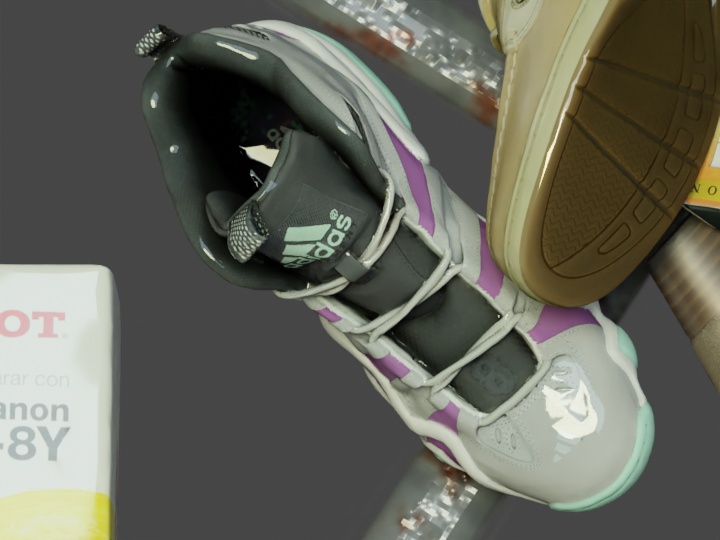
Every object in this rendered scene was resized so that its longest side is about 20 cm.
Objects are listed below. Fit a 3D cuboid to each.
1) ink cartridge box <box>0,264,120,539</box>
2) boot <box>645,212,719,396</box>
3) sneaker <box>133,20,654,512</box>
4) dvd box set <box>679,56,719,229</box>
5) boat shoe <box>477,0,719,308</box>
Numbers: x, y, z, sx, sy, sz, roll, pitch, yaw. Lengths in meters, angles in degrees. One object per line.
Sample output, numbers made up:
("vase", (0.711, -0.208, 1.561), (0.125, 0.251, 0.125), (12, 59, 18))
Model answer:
("ink cartridge box", (-0.147, 0.101, 0.868), (0.145, 0.083, 0.200), (1, 72, -4))
("boot", (0.194, -0.004, 0.943), (0.146, 0.070, 0.200), (43, 75, 2))
("sneaker", (0.000, 0.000, 0.877), (0.200, 0.140, 0.078), (44, 102, 14))
("dvd box set", (0.191, -0.100, 0.874), (0.146, 0.029, 0.200), (9, 78, 37))
("boat shoe", (0.074, -0.084, 0.889), (0.065, 0.072, 0.200), (6, 74, 42))
